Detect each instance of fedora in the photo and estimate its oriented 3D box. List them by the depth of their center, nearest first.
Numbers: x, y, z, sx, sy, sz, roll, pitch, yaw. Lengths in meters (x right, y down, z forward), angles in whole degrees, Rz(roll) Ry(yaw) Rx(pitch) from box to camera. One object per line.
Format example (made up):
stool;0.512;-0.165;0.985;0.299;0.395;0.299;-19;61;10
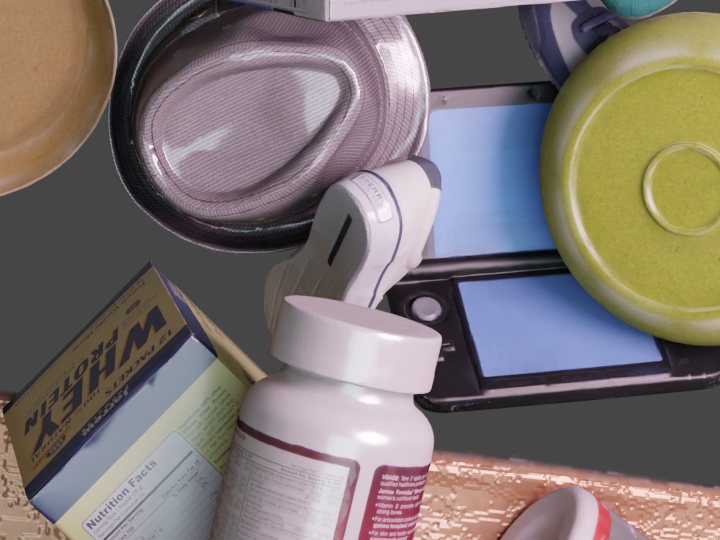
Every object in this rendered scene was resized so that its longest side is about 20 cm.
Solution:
fedora;-0.057;-0.095;1.695;0.199;0.090;0.178;-18;99;4

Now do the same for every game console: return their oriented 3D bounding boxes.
game console;0.118;-0.018;1.748;0.199;0.176;0.117;-5;132;-8

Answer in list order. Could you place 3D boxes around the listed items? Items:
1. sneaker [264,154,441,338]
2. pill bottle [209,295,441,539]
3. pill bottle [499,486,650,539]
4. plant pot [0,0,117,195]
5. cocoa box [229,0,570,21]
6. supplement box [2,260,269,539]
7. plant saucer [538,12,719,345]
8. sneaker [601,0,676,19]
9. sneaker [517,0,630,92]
sneaker;0.000;0.000;1.709;0.071;0.200;0.073;-21;73;-28
pill bottle;-0.021;0.122;1.552;0.109;0.110;0.201;12;96;-12
pill bottle;0.178;0.238;1.817;0.200;0.114;0.114;38;95;-16
plant pot;-0.243;-0.134;1.678;0.199;0.028;0.201;-3;121;-5
cocoa box;0.023;-0.221;1.637;0.199;0.131;0.134;-9;106;-35
supplement box;-0.091;0.127;1.699;0.134;0.200;0.200;-45;107;0
plant saucer;0.196;-0.050;1.678;0.199;0.031;0.201;5;104;19
sneaker;0.196;-0.234;1.633;0.071;0.080;0.200;38;100;14
sneaker;0.178;-0.112;1.725;0.070;0.082;0.200;-38;87;-35
